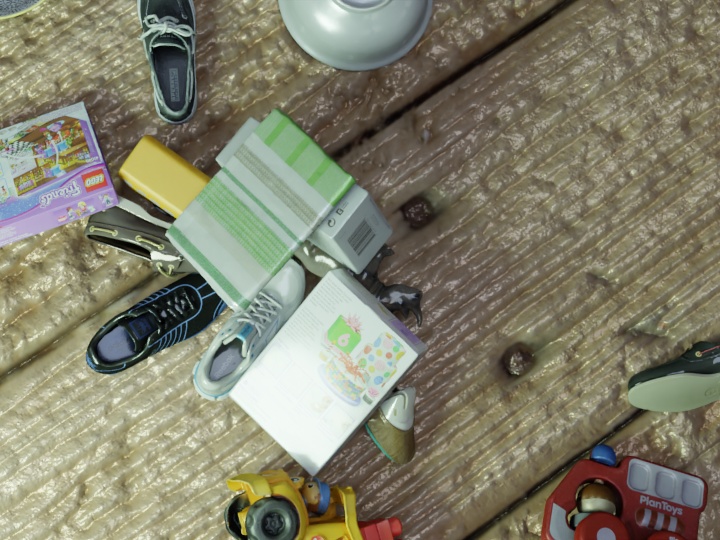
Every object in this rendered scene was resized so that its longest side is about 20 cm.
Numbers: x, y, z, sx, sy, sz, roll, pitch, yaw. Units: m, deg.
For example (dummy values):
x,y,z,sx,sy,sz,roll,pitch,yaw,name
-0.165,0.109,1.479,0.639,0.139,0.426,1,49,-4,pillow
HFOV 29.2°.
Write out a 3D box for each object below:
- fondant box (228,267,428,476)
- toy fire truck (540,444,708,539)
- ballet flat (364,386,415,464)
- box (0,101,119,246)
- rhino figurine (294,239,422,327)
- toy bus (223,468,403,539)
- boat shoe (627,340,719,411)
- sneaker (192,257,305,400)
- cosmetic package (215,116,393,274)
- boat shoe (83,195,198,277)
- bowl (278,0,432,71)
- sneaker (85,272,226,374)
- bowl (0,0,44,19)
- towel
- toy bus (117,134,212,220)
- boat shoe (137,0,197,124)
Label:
x,y,z,sx,sy,sz,roll,pitch,yaw,name
-0.039,0.119,1.628,0.144,0.058,0.200,43,106,10,fondant box
0.321,0.303,1.681,0.199,0.112,0.169,18,59,-5,toy fire truck
0.024,0.136,1.668,0.068,0.072,0.201,-21,81,-52,ballet flat
-0.401,-0.108,1.641,0.199,0.039,0.137,-20,61,-7,box
0.000,0.000,1.685,0.200,0.060,0.087,43,87,3,rhino figurine
-0.047,0.314,1.621,0.191,0.136,0.201,-19,91,-19,toy bus
0.428,0.126,1.723,0.200,0.074,0.063,-13,50,3,boat shoe
-0.128,0.070,1.656,0.075,0.087,0.201,33,81,-1,sneaker
-0.066,-0.089,1.626,0.200,0.102,0.071,34,80,29,cosmetic package
-0.236,-0.026,1.649,0.199,0.072,0.060,26,75,10,boat shoe
-0.003,-0.355,1.706,0.199,0.090,0.203,0,85,-5,bowl
-0.238,0.061,1.648,0.199,0.078,0.070,-35,88,-8,sneaker
-0.440,-0.389,1.661,0.199,0.094,0.202,1,85,-7,bowl
-0.113,-0.068,1.567,0.200,0.031,0.149,-47,63,3,towel
-0.192,-0.079,1.666,0.199,0.078,0.065,35,82,-2,toy bus
-0.236,-0.282,1.685,0.073,0.068,0.201,-1,85,-6,boat shoe
